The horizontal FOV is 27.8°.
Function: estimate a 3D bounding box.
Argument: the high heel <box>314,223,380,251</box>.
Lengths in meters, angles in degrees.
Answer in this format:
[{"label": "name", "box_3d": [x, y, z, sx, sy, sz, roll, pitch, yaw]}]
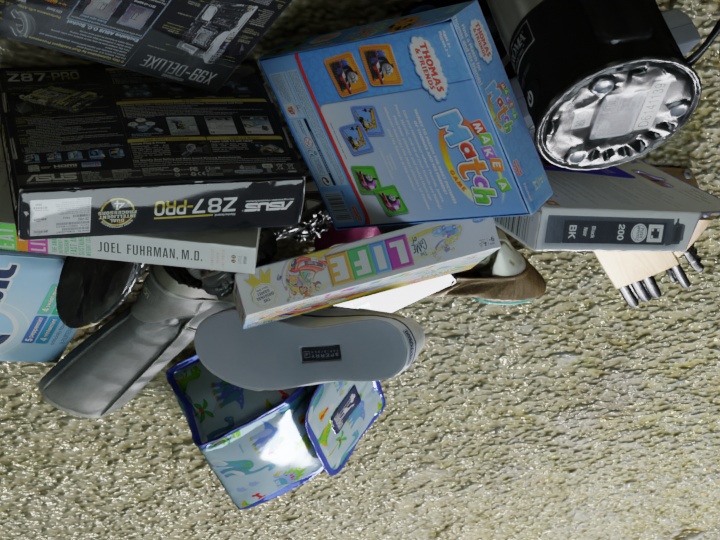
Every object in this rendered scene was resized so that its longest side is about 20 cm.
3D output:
[{"label": "high heel", "box_3d": [-0.016, 0.012, 1.342, 0.067, 0.096, 0.200, 3, 145, -28]}]

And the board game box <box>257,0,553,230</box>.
[{"label": "board game box", "box_3d": [0.029, -0.106, 1.061, 0.200, 0.151, 0.037, -2, -150, 47]}]

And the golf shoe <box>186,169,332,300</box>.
[{"label": "golf shoe", "box_3d": [-0.069, -0.064, 1.224, 0.200, 0.095, 0.078, -33, 168, -23]}]

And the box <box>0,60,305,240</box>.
[{"label": "box", "box_3d": [-0.155, -0.091, 1.050, 0.200, 0.161, 0.049, -5, 132, -18]}]

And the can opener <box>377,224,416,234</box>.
[{"label": "can opener", "box_3d": [0.072, -0.040, 1.293, 0.053, 0.067, 0.200, -42, 151, 29]}]

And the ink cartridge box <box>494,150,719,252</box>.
[{"label": "ink cartridge box", "box_3d": [0.185, -0.064, 1.230, 0.200, 0.198, 0.043, 0, 110, -24]}]

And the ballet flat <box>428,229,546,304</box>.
[{"label": "ballet flat", "box_3d": [0.100, -0.009, 1.408, 0.200, 0.068, 0.072, 3, 126, -21]}]

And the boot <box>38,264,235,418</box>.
[{"label": "boot", "box_3d": [-0.176, 0.067, 1.357, 0.182, 0.073, 0.200, 15, 126, -38]}]

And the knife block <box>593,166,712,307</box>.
[{"label": "knife block", "box_3d": [0.254, -0.026, 1.432, 0.200, 0.064, 0.176, 1, 145, -25]}]

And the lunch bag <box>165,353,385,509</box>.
[{"label": "lunch bag", "box_3d": [-0.075, 0.140, 1.511, 0.200, 0.128, 0.170, -27, 147, -6]}]

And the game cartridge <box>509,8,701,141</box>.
[{"label": "game cartridge", "box_3d": [0.169, -0.142, 1.152, 0.200, 0.041, 0.133, -26, 174, -26]}]

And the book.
[{"label": "book", "box_3d": [-0.171, -0.055, 1.075, 0.200, 0.134, 0.048, 5, 128, -3]}]

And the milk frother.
[{"label": "milk frother", "box_3d": [0.200, -0.194, 1.018, 0.200, 0.188, 0.181, 1, 146, -27]}]

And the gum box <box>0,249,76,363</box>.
[{"label": "gum box", "box_3d": [-0.335, 0.018, 1.260, 0.200, 0.045, 0.170, 5, 144, -30]}]

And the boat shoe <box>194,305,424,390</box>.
[{"label": "boat shoe", "box_3d": [-0.039, 0.057, 1.251, 0.202, 0.075, 0.086, -4, -173, 23]}]

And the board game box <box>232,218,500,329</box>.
[{"label": "board game box", "box_3d": [0.000, 0.000, 1.147, 0.200, 0.034, 0.134, -15, 175, -7]}]

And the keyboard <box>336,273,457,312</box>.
[{"label": "keyboard", "box_3d": [-0.017, 0.018, 1.317, 0.200, 0.040, 0.104, -25, 149, 5]}]

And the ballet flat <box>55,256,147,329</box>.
[{"label": "ballet flat", "box_3d": [-0.186, -0.027, 1.196, 0.200, 0.066, 0.057, -51, 163, 22]}]

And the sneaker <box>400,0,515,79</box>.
[{"label": "sneaker", "box_3d": [0.032, -0.150, 1.137, 0.200, 0.073, 0.112, -30, 144, 8]}]

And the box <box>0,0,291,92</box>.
[{"label": "box", "box_3d": [-0.144, -0.206, 0.980, 0.200, 0.050, 0.158, 10, 141, -36]}]
